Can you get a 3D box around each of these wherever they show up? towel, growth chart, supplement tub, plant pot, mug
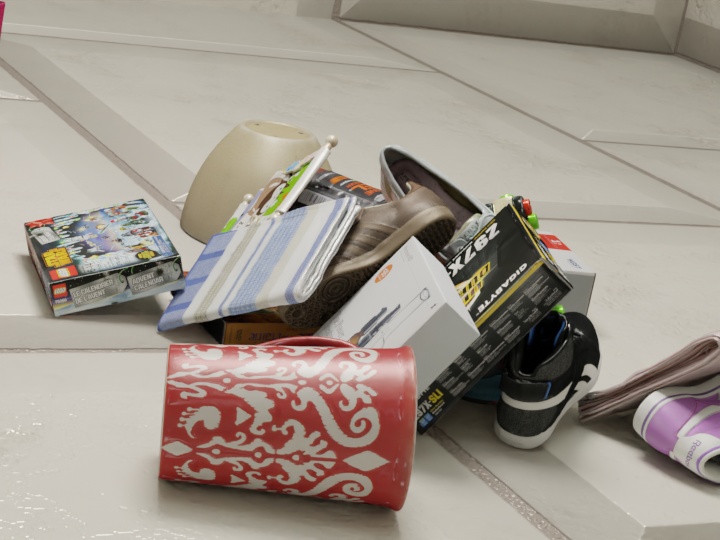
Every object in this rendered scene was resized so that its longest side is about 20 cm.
[{"bbox_3d":[-0.100,-0.003,1.696,0.199,0.024,0.147,-14,34,39],"label":"towel"},{"bbox_3d":[-0.101,-0.070,1.857,0.018,0.200,0.145,41,55,-15],"label":"growth chart"},{"bbox_3d":[0.334,0.092,1.696,0.190,0.032,0.199,-30,-14,40],"label":"towel"},{"bbox_3d":[0.014,-0.034,1.861,0.199,0.108,0.107,22,20,28],"label":"supplement tub"},{"bbox_3d":[-0.110,-0.106,2.091,0.198,0.136,0.200,11,17,-3],"label":"plant pot"},{"bbox_3d":[-0.064,0.121,1.410,0.198,0.135,0.177,4,0,-7],"label":"mug"}]

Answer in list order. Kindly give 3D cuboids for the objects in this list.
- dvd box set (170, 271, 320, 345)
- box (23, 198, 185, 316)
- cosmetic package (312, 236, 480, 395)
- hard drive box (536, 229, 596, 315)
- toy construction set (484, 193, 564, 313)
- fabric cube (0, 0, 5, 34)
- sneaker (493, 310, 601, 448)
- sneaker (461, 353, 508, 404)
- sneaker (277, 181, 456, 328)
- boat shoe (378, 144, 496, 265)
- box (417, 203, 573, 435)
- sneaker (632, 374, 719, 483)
[{"bbox_3d":[-0.082,0.040,1.801,0.198,0.030,0.146,2,21,-29],"label":"dvd box set"},{"bbox_3d":[-0.270,-0.017,1.792,0.136,0.040,0.200,-13,23,-14],"label":"box"},{"bbox_3d":[0.026,0.063,1.588,0.052,0.151,0.200,45,7,-18],"label":"cosmetic package"},{"bbox_3d":[0.149,0.004,1.994,0.198,0.078,0.156,6,18,-18],"label":"hard drive box"},{"bbox_3d":[0.163,-0.002,1.826,0.092,0.131,0.201,-25,56,4],"label":"toy construction set"},{"bbox_3d":[-0.582,-0.251,2.153,0.198,0.201,0.196,14,16,13],"label":"fabric cube"},{"bbox_3d":[0.189,0.071,1.634,0.072,0.113,0.200,17,37,16],"label":"sneaker"},{"bbox_3d":[0.118,0.061,1.746,0.079,0.096,0.200,5,18,-22],"label":"sneaker"},{"bbox_3d":[-0.003,-0.015,1.701,0.199,0.071,0.076,-29,50,-10],"label":"sneaker"},{"bbox_3d":[0.091,-0.051,1.754,0.202,0.074,0.065,47,-6,23],"label":"boat shoe"},{"bbox_3d":[0.099,0.043,1.625,0.049,0.200,0.160,42,11,-17],"label":"box"},{"bbox_3d":[0.361,0.159,1.652,0.199,0.073,0.114,-11,36,-42],"label":"sneaker"}]
